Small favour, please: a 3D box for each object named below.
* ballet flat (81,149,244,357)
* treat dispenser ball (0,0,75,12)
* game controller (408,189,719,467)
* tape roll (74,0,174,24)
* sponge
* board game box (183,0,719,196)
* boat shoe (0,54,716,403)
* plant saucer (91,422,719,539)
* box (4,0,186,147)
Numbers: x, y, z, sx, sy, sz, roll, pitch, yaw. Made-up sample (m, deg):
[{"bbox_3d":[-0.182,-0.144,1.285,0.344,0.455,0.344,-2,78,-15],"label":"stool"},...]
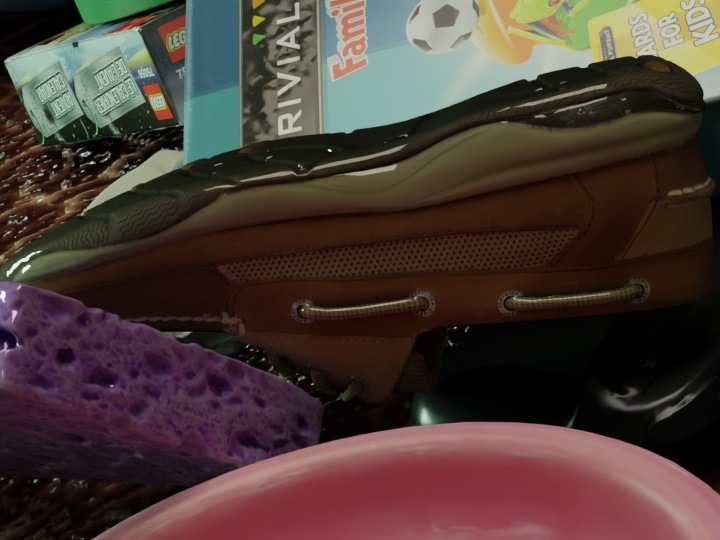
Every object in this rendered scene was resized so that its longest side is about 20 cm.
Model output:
[{"bbox_3d":[-0.039,-0.015,0.939,0.071,0.072,0.200,7,33,39],"label":"ballet flat"},{"bbox_3d":[-0.141,-0.206,1.224,0.200,0.202,0.201,-13,26,6],"label":"treat dispenser ball"},{"bbox_3d":[0.091,0.001,0.874,0.104,0.042,0.200,-15,21,39],"label":"game controller"},{"bbox_3d":[-0.016,-0.148,1.070,0.200,0.048,0.200,-23,10,4],"label":"tape roll"},{"bbox_3d":[-0.119,0.033,0.821,0.199,0.030,0.111,-3,-17,43],"label":"sponge"},{"bbox_3d":[0.048,-0.084,0.887,0.199,0.047,0.152,-12,54,15],"label":"board game box"},{"bbox_3d":[0.000,0.000,0.804,0.199,0.074,0.076,-13,10,20],"label":"boat shoe"},{"bbox_3d":[-0.002,0.107,0.688,0.199,0.051,0.201,-14,25,6],"label":"plant saucer"},{"bbox_3d":[-0.016,-0.105,1.094,0.199,0.040,0.137,-28,10,-23],"label":"box"}]
